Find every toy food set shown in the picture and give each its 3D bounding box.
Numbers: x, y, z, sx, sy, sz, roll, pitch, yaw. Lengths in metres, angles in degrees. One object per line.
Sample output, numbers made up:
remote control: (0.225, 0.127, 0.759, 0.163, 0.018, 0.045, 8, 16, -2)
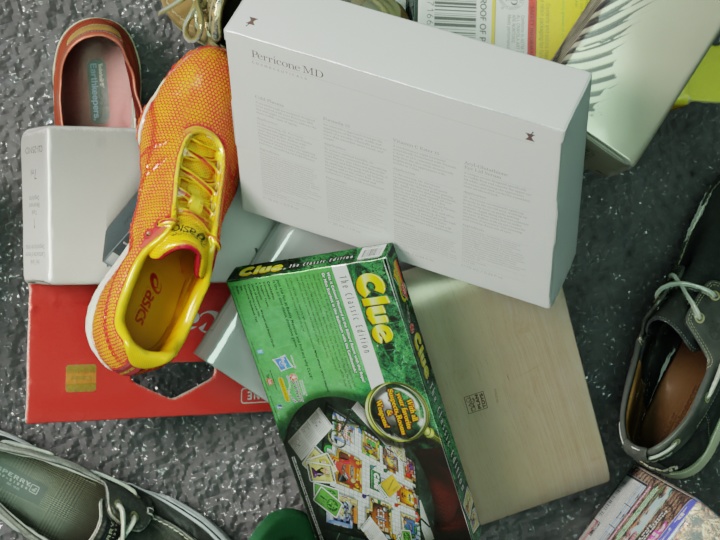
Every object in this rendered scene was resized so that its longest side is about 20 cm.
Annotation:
toy food set: (0.065, 0.070, 1.292, 0.142, 0.060, 0.201, -18, 112, -2)

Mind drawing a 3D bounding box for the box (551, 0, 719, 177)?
box: (0.173, -0.155, 1.174, 0.068, 0.082, 0.201, 33, 84, -3)

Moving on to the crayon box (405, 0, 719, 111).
crayon box: (0.127, -0.160, 1.234, 0.198, 0.051, 0.128, 3, 88, -6)

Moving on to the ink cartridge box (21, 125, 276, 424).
ink cartridge box: (-0.107, 0.003, 1.266, 0.198, 0.045, 0.178, -1, 91, -31)

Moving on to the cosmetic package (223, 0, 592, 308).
cosmetic package: (0.026, -0.071, 1.160, 0.198, 0.151, 0.052, 18, 56, 15)

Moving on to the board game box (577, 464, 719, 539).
board game box: (0.172, 0.218, 1.248, 0.097, 0.200, 0.160, 38, 89, -3)

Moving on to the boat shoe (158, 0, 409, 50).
boat shoe: (-0.058, -0.160, 1.247, 0.199, 0.062, 0.074, 17, 98, 41)

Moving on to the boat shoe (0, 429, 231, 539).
boat shoe: (-0.166, 0.163, 1.291, 0.199, 0.071, 0.073, 24, 88, -7)

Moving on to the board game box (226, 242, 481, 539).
board game box: (-0.002, 0.083, 1.240, 0.104, 0.023, 0.201, -7, 115, 23)

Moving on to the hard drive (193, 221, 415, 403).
hard drive: (0.000, 0.000, 1.288, 0.132, 0.026, 0.201, 36, 84, -33)

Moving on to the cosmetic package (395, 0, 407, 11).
cosmetic package: (0.084, -0.151, 1.297, 0.107, 0.090, 0.200, -40, 90, -3)

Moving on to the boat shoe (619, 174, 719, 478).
boat shoe: (0.214, 0.030, 1.302, 0.071, 0.067, 0.202, 16, 84, 39)

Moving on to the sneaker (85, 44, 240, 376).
sneaker: (-0.099, -0.034, 1.201, 0.073, 0.077, 0.202, 18, 78, -28)

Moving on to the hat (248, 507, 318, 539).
hat: (-0.126, 0.241, 1.287, 0.175, 0.166, 0.201, 1, 52, 25)

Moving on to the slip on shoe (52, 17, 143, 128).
slip on shoe: (-0.161, -0.059, 1.295, 0.073, 0.061, 0.202, -4, 92, -5)
